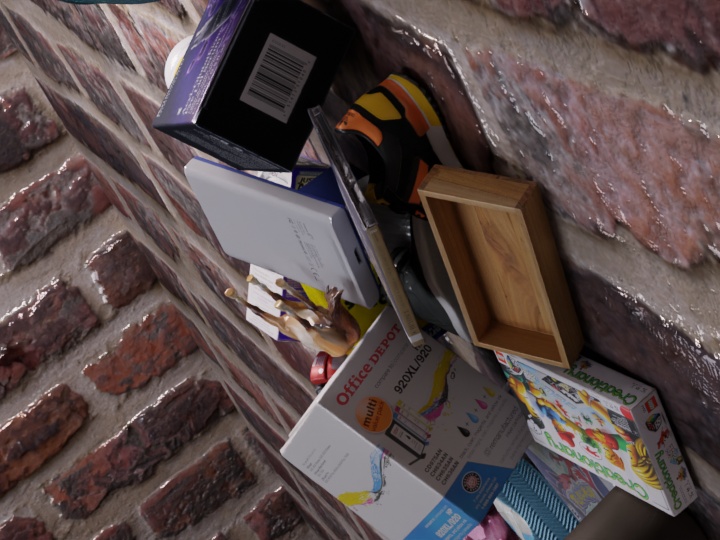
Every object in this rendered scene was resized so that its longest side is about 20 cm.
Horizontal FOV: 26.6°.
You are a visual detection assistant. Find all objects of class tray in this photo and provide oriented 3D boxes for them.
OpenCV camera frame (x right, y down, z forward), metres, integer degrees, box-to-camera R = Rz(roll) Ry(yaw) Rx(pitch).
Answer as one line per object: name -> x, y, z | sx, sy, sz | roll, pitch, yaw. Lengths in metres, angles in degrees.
tray -> 0.124, -0.002, 1.302 | 0.099, 0.037, 0.200 | 13, 143, 33

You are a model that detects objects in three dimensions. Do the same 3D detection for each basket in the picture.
basket -> 0.220, 0.302, 1.393 | 0.136, 0.200, 0.180 | 35, 155, 23

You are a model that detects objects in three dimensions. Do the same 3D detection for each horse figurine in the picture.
horse figurine -> -0.053, 0.050, 1.571 | 0.132, 0.050, 0.200 | 34, 167, -26

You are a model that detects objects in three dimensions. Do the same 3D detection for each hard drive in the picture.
hard drive -> -0.079, -0.039, 1.528 | 0.200, 0.025, 0.132 | 20, 148, 36

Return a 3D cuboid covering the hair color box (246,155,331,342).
hair color box -> -0.079, -0.028, 1.743 | 0.109, 0.065, 0.200 | -153, 65, -64

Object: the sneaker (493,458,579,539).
sneaker -> 0.220, 0.294, 1.721 | 0.200, 0.076, 0.081 | 52, 177, 40

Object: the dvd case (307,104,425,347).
dvd case -> 0.006, -0.037, 1.373 | 0.200, 0.016, 0.149 | 66, 179, -55

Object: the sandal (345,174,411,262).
sandal -> 0.035, -0.044, 1.542 | 0.203, 0.082, 0.050 | 70, -157, -53

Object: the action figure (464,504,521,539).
action figure -> 0.158, 0.305, 1.969 | 0.149, 0.134, 0.200 | -28, -84, -61

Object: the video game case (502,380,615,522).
video game case -> 0.210, 0.186, 1.573 | 0.182, 0.023, 0.200 | 52, 167, 11

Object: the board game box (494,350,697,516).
board game box -> 0.208, 0.132, 1.374 | 0.200, 0.035, 0.126 | 25, 147, 56

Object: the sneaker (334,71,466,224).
sneaker -> 0.049, -0.071, 1.342 | 0.200, 0.090, 0.070 | 59, 166, -19

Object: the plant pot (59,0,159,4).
plant pot -> -0.198, -0.333, 1.377 | 0.188, 0.200, 0.200 | 18, 144, 44

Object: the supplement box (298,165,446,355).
supplement box -> 0.000, 0.000, 1.654 | 0.109, 0.109, 0.200 | 34, 157, 56

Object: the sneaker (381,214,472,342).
sneaker -> 0.055, -0.006, 1.470 | 0.099, 0.071, 0.200 | 16, 151, 30

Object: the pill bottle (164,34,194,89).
pill bottle -> -0.136, -0.193, 1.643 | 0.200, 0.112, 0.113 | 37, 158, 55

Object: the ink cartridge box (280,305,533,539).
ink cartridge box -> 0.049, 0.169, 1.548 | 0.200, 0.147, 0.145 | 36, 146, 2

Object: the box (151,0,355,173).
box -> -0.105, -0.178, 1.432 | 0.104, 0.148, 0.200 | 25, 175, -19

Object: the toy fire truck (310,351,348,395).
toy fire truck -> 0.050, 0.154, 1.765 | 0.141, 0.049, 0.200 | -14, 132, 35
